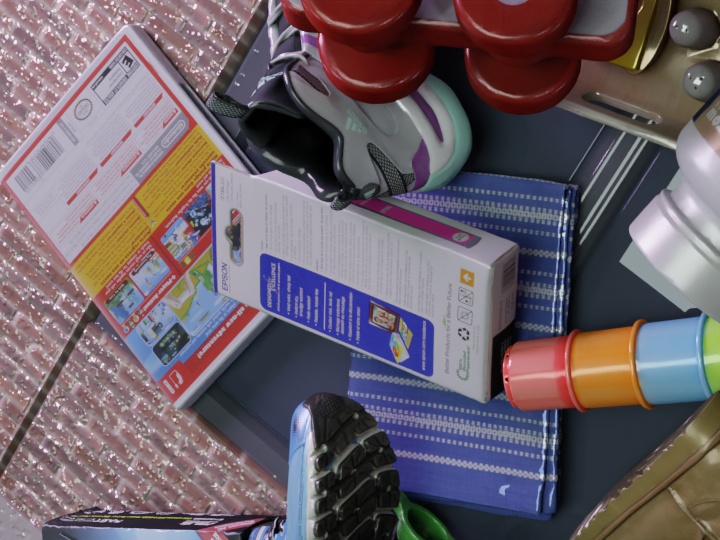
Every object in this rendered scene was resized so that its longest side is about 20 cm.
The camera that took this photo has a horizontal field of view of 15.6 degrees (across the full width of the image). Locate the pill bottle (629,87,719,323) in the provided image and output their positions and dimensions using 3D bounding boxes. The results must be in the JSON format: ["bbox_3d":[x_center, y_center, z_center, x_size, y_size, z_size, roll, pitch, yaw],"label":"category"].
[{"bbox_3d":[0.237,-0.067,1.376,0.111,0.111,0.200,47,105,18],"label":"pill bottle"}]

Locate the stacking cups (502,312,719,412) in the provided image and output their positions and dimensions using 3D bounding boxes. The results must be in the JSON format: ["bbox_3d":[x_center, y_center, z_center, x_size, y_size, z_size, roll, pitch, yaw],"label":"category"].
[{"bbox_3d":[0.177,0.054,1.450,0.200,0.060,0.061,-10,89,23],"label":"stacking cups"}]

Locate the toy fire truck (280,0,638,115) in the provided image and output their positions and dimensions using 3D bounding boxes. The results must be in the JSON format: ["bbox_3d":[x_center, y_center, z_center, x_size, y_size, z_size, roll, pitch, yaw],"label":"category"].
[{"bbox_3d":[0.054,-0.183,1.428,0.200,0.112,0.168,5,74,9],"label":"toy fire truck"}]

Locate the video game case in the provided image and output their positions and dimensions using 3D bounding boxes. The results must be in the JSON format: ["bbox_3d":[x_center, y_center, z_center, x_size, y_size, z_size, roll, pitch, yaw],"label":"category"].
[{"bbox_3d":[-0.127,-0.034,1.644,0.143,0.017,0.200,-46,73,23],"label":"video game case"}]

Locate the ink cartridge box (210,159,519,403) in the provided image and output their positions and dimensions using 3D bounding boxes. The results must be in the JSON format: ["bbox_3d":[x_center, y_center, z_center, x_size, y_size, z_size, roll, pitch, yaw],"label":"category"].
[{"bbox_3d":[0.000,0.000,1.531,0.200,0.037,0.095,20,127,27],"label":"ink cartridge box"}]

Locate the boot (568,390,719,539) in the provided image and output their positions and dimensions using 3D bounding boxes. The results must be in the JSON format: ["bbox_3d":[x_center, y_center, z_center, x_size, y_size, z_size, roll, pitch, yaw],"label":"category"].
[{"bbox_3d":[0.220,0.182,1.441,0.200,0.066,0.175,45,141,4],"label":"boot"}]

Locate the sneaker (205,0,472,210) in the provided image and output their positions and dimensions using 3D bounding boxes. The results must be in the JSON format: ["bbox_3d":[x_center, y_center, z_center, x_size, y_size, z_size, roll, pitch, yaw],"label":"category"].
[{"bbox_3d":[-0.038,-0.120,1.508,0.200,0.140,0.078,54,141,22],"label":"sneaker"}]

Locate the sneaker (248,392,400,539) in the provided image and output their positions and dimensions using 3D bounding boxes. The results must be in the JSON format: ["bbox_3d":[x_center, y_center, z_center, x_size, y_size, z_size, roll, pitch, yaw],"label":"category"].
[{"bbox_3d":[-0.035,0.161,1.528,0.090,0.078,0.200,20,120,33],"label":"sneaker"}]

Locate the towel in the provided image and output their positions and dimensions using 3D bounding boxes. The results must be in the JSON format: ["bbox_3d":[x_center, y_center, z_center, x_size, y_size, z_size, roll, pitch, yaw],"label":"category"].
[{"bbox_3d":[0.059,0.041,1.550,0.145,0.024,0.200,6,95,30],"label":"towel"}]

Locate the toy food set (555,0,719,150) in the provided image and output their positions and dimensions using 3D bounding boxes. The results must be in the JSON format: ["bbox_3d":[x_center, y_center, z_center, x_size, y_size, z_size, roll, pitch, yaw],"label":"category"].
[{"bbox_3d":[0.166,-0.175,1.448,0.143,0.060,0.200,22,103,25],"label":"toy food set"}]

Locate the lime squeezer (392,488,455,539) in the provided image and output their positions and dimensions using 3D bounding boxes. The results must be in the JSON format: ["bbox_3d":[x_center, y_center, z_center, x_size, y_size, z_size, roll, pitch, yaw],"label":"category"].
[{"bbox_3d":[0.031,0.172,1.558,0.071,0.038,0.200,-8,106,39],"label":"lime squeezer"}]

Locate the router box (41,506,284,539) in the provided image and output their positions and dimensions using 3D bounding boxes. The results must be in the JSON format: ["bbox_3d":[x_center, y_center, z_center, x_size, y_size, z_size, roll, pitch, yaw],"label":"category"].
[{"bbox_3d":[-0.116,0.250,1.634,0.150,0.062,0.200,-2,93,30],"label":"router box"}]
